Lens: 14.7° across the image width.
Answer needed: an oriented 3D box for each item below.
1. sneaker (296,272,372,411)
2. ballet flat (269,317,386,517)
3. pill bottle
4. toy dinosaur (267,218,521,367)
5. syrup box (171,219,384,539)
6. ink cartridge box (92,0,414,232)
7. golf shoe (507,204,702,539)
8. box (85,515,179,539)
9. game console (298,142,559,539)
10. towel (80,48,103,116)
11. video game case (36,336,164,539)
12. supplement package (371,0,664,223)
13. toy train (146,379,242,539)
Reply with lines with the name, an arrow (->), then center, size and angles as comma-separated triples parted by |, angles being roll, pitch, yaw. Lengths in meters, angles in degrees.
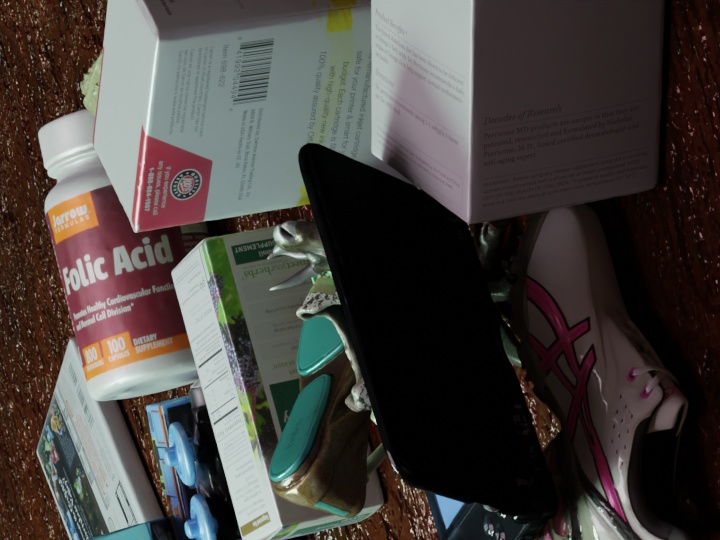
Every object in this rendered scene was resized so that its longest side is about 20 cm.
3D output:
sneaker -> 0.000, 0.000, 1.699 | 0.201, 0.088, 0.077 | 69, 154, 21
ballet flat -> -0.004, 0.074, 1.739 | 0.068, 0.072, 0.201 | -34, 30, 36
pill bottle -> -0.164, -0.015, 2.023 | 0.114, 0.114, 0.201 | -30, 74, 65
toy dinosaur -> 0.049, 0.006, 1.623 | 0.200, 0.077, 0.103 | 35, 134, 12
syrup box -> -0.056, 0.077, 1.869 | 0.081, 0.078, 0.201 | -38, 65, 63
ink cartridge box -> -0.044, -0.114, 1.615 | 0.084, 0.199, 0.146 | -120, 30, -42
golf shoe -> 0.135, 0.058, 1.474 | 0.092, 0.072, 0.201 | -12, 84, 35
box -> -0.147, 0.224, 2.049 | 0.200, 0.049, 0.083 | 15, -123, -83
game console -> 0.018, 0.057, 1.472 | 0.176, 0.116, 0.201 | 120, 140, -53
towel -> -0.105, -0.121, 1.850 | 0.148, 0.037, 0.200 | 33, 152, -3
video game case -> -0.217, 0.184, 2.340 | 0.201, 0.023, 0.182 | 65, 152, 27
supplement package -> 0.079, -0.144, 1.428 | 0.117, 0.117, 0.201 | -140, 44, -56
toy train -> -0.093, 0.174, 1.994 | 0.114, 0.086, 0.201 | 170, 87, -75
